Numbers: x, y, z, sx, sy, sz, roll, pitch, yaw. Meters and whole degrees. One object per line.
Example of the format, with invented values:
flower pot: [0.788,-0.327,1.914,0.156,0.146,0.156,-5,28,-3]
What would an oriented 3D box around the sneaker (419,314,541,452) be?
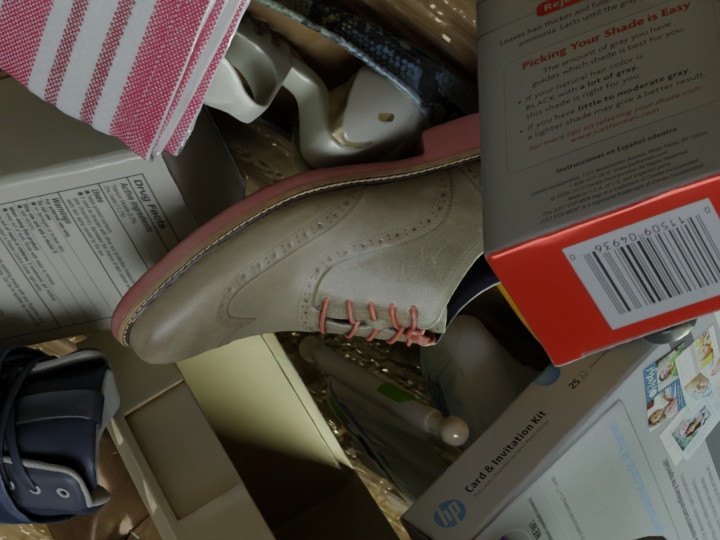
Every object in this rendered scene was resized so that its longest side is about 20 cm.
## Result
sneaker: [0.102,0.080,0.936,0.099,0.078,0.200,-33,129,3]

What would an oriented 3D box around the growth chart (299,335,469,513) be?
growth chart: [0.037,0.108,0.928,0.018,0.145,0.200,-45,133,-14]

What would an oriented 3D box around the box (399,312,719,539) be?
box: [0.123,0.098,0.871,0.200,0.041,0.156,-45,135,-17]

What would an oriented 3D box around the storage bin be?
storage bin: [-0.030,0.128,0.864,0.094,0.200,0.199,-31,135,-4]

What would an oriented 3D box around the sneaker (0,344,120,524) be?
sneaker: [-0.185,0.050,0.760,0.146,0.077,0.202,-8,151,25]

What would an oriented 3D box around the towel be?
towel: [-0.125,-0.140,0.656,0.200,0.030,0.146,33,131,3]

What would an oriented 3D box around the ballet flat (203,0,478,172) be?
ballet flat: [-0.031,-0.076,0.749,0.200,0.074,0.074,26,132,-28]

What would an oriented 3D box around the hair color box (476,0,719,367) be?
hair color box: [0.096,-0.070,0.656,0.101,0.200,0.061,-19,131,20]

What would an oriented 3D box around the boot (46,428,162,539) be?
boot: [-0.125,0.153,0.975,0.073,0.076,0.200,-18,116,18]

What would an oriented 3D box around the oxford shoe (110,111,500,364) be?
oxford shoe: [0.000,0.000,0.747,0.200,0.075,0.070,-24,161,-10]

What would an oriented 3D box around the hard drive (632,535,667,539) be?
hard drive: [0.065,0.213,0.823,0.139,0.033,0.200,-12,131,-22]

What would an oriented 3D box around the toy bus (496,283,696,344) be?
toy bus: [0.154,-0.028,0.798,0.200,0.078,0.065,-20,135,20]

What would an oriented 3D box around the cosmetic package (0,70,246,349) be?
cosmetic package: [-0.159,-0.023,0.801,0.200,0.073,0.104,-11,138,11]
